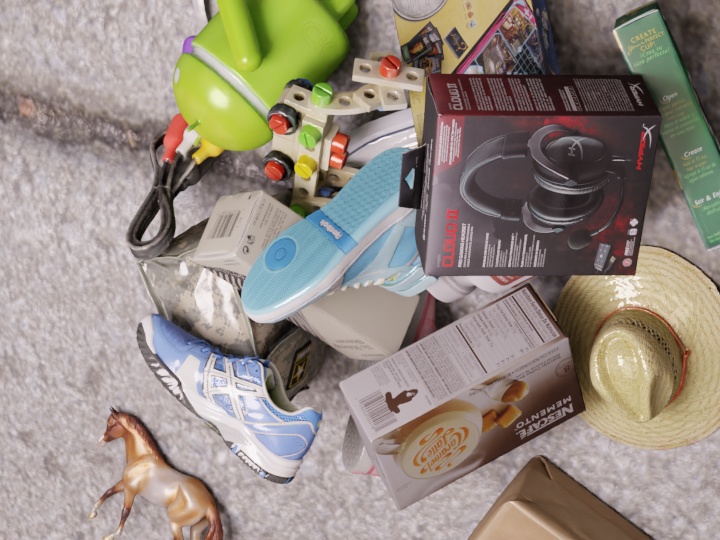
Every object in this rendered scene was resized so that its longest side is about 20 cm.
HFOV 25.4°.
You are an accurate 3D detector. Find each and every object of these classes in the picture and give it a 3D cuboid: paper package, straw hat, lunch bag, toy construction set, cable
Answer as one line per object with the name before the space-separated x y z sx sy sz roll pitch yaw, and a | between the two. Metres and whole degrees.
paper package | 0.180 0.319 1.554 0.190 0.103 0.201 35 117 7
straw hat | 0.249 0.087 1.453 0.199 0.085 0.204 7 110 20
lunch bag | -0.107 0.047 1.547 0.116 0.164 0.202 -12 103 29
toy construction set | -0.016 -0.106 1.410 0.130 0.092 0.202 23 129 9
cable | -0.186 -0.094 1.530 0.096 0.201 0.051 9 134 24

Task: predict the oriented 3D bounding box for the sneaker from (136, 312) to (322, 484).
sneaker | -0.118 0.101 1.445 0.199 0.076 0.077 40 101 7

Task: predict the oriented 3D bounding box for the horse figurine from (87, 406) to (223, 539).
horse figurine | -0.216 0.254 1.724 0.199 0.050 0.134 32 100 19

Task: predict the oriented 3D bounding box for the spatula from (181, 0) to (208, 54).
spatula | -0.155 -0.264 1.543 0.056 0.021 0.203 6 109 23

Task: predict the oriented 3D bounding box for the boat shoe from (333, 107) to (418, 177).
boat shoe | 0.051 -0.112 1.471 0.198 0.073 0.068 -24 78 27

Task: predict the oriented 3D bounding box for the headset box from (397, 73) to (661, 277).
headset box | 0.129 -0.076 1.285 0.197 0.078 0.150 0 123 -7

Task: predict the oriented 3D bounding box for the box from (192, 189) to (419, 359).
box | -0.048 0.007 1.447 0.199 0.069 0.082 33 160 -28

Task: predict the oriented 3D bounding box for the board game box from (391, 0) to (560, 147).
board game box | 0.103 -0.190 1.400 0.134 0.034 0.203 -18 72 28

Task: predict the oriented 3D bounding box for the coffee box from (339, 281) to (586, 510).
coffee box | 0.094 0.115 1.448 0.198 0.080 0.115 -27 137 -6

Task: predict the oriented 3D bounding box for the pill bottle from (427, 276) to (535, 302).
pill bottle | 0.143 -0.050 1.437 0.199 0.112 0.113 -27 96 28

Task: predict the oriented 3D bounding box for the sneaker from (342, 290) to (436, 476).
sneaker | 0.058 0.108 1.550 0.103 0.075 0.203 15 94 -20

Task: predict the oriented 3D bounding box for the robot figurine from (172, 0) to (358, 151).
robot figurine | -0.090 -0.195 1.460 0.115 0.176 0.200 40 85 5

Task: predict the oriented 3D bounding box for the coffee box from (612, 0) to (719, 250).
coffee box | 0.271 -0.126 1.349 0.044 0.123 0.202 -23 99 15

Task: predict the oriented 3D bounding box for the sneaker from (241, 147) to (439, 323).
sneaker | 0.000 0.000 1.383 0.199 0.131 0.080 -38 46 0
